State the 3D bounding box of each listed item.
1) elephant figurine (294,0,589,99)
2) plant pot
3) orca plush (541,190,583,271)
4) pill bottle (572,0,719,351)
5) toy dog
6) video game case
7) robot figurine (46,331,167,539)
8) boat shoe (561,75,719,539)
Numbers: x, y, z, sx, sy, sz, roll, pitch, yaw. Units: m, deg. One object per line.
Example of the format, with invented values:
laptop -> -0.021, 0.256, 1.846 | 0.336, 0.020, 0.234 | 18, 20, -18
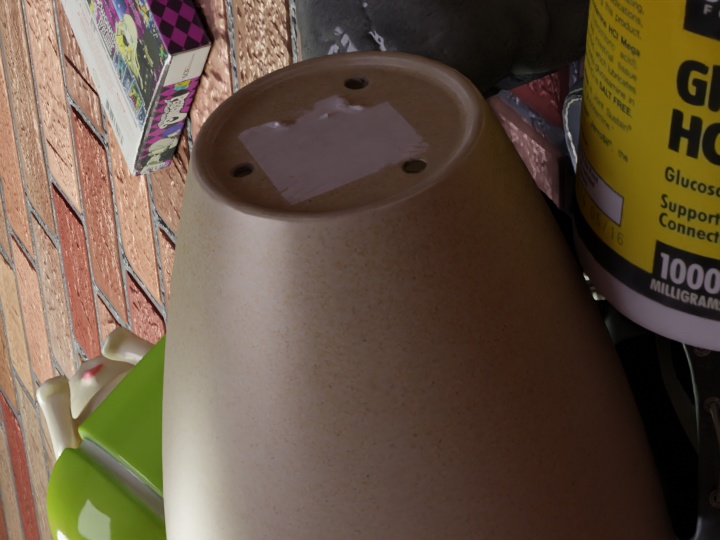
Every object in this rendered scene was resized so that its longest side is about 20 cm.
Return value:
elephant figurine -> 0.005, -0.159, 0.763 | 0.155, 0.141, 0.201 | 172, 77, -77
plant pot -> 0.009, 0.036, 0.638 | 0.187, 0.187, 0.201 | 48, 156, 48
orca plush -> 0.095, 0.021, 0.786 | 0.071, 0.105, 0.200 | -43, 58, 32
pill bottle -> 0.125, -0.083, 0.568 | 0.112, 0.112, 0.201 | 50, 150, 45
toy dog -> -0.155, 0.127, 1.438 | 0.194, 0.140, 0.200 | 42, 175, -33
video game case -> -0.169, -0.193, 1.324 | 0.201, 0.036, 0.181 | 66, 158, 17
robot figurine -> -0.083, 0.096, 0.999 | 0.116, 0.200, 0.175 | 50, 164, -29
boat shoe -> 0.116, 0.013, 0.732 | 0.201, 0.062, 0.073 | 69, 158, 10
